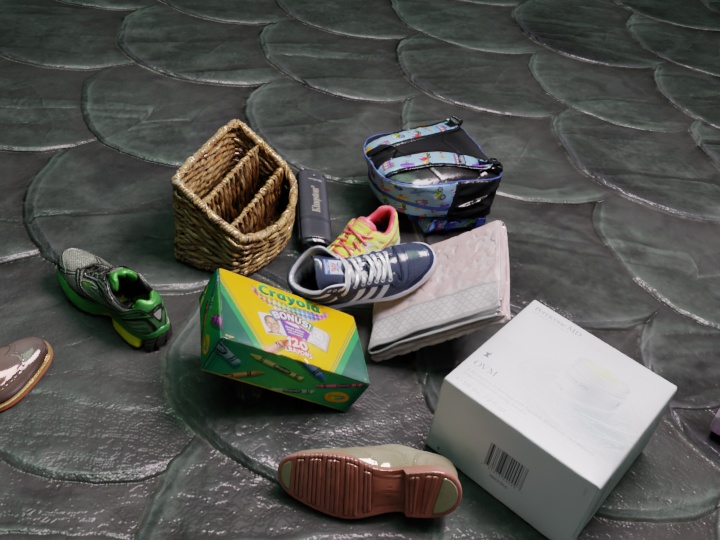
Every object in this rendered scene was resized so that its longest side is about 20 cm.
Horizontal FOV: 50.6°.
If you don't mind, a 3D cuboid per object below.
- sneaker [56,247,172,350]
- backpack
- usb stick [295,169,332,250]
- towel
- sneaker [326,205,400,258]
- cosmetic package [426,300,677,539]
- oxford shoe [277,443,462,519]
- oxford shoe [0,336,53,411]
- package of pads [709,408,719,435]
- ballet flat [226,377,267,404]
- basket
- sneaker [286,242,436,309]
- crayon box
[{"bbox_3d":[-0.322,0.017,0.999,0.199,0.086,0.078,28,43,23],"label":"sneaker"},{"bbox_3d":[0.103,-0.150,1.236,0.199,0.135,0.183,-9,43,-21],"label":"backpack"},{"bbox_3d":[-0.076,-0.098,1.221,0.055,0.033,0.201,3,39,-9],"label":"usb stick"},{"bbox_3d":[0.104,0.024,1.027,0.199,0.032,0.192,-20,33,23],"label":"towel"},{"bbox_3d":[-0.012,-0.035,1.113,0.078,0.091,0.200,31,46,22],"label":"sneaker"},{"bbox_3d":[0.221,0.168,0.889,0.199,0.124,0.200,33,44,27],"label":"cosmetic package"},{"bbox_3d":[0.009,0.226,0.840,0.198,0.071,0.074,9,14,1],"label":"oxford shoe"},{"bbox_3d":[-0.440,0.124,0.859,0.071,0.073,0.200,30,44,24],"label":"oxford shoe"},{"bbox_3d":[0.549,0.202,0.943,0.199,0.076,0.120,33,43,26],"label":"package of pads"},{"bbox_3d":[-0.134,0.082,0.977,0.066,0.057,0.201,2,40,-6],"label":"ballet flat"},{"bbox_3d":[-0.171,-0.105,1.122,0.142,0.150,0.200,18,40,12],"label":"basket"},{"bbox_3d":[0.000,0.000,0.988,0.199,0.109,0.071,-16,70,5],"label":"sneaker"},{"bbox_3d":[-0.093,0.085,0.919,0.199,0.058,0.119,21,32,-28],"label":"crayon box"}]
